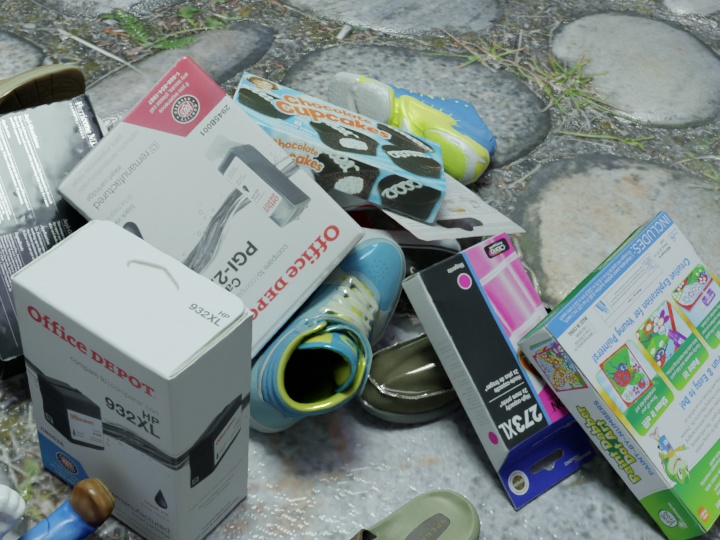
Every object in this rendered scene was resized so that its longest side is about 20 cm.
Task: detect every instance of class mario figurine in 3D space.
[{"bbox_3d":[-0.227,0.218,0.670,0.123,0.106,0.200,36,48,26],"label":"mario figurine"}]

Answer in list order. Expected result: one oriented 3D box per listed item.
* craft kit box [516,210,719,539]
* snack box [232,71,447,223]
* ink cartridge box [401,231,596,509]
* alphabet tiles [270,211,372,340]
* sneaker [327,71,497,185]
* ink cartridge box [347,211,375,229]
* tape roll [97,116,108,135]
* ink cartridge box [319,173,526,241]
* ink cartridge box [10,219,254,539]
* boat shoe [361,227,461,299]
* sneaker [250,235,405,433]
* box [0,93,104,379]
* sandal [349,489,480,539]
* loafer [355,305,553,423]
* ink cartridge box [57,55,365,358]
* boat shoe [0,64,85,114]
[{"bbox_3d":[0.250,0.079,0.862,0.200,0.049,0.198,-36,84,-37],"label":"craft kit box"},{"bbox_3d":[-0.023,-0.112,0.952,0.199,0.037,0.116,19,26,-9],"label":"snack box"},{"bbox_3d":[0.118,0.077,0.843,0.094,0.037,0.201,-25,88,-29],"label":"ink cartridge box"},{"bbox_3d":[-0.080,-0.011,1.004,0.199,0.015,0.196,21,45,16],"label":"alphabet tiles"},{"bbox_3d":[0.061,-0.159,1.154,0.200,0.076,0.105,36,37,19],"label":"sneaker"},{"bbox_3d":[-0.097,-0.069,1.019,0.199,0.050,0.162,-15,47,-18],"label":"ink cartridge box"},{"bbox_3d":[-0.338,-0.090,1.016,0.201,0.071,0.203,4,43,-4],"label":"tape roll"},{"bbox_3d":[0.034,-0.067,1.011,0.160,0.050,0.200,-7,39,-46],"label":"ink cartridge box"},{"bbox_3d":[-0.157,0.086,0.749,0.145,0.201,0.084,28,46,22],"label":"ink cartridge box"},{"bbox_3d":[0.000,0.000,0.943,0.199,0.069,0.057,-2,62,-16],"label":"boat shoe"},{"bbox_3d":[-0.009,0.044,0.837,0.079,0.130,0.200,41,68,-10],"label":"sneaker"},{"bbox_3d":[-0.264,-0.030,0.889,0.141,0.079,0.201,-18,80,-23],"label":"box"},{"bbox_3d":[0.010,0.211,0.742,0.080,0.058,0.201,31,48,25],"label":"sandal"},{"bbox_3d":[0.085,0.068,0.898,0.199,0.070,0.075,-15,47,-23],"label":"loafer"},{"bbox_3d":[-0.117,-0.047,0.842,0.146,0.200,0.085,-47,15,-4],"label":"ink cartridge box"},{"bbox_3d":[-0.345,-0.143,0.971,0.065,0.072,0.200,35,54,26],"label":"boat shoe"}]
